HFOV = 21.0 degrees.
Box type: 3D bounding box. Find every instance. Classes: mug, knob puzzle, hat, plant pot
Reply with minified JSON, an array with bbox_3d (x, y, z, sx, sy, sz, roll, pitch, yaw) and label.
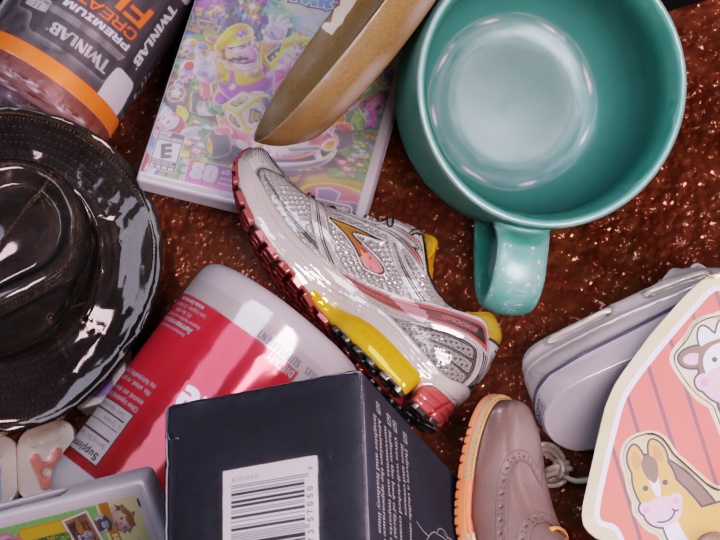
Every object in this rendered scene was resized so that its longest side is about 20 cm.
[{"bbox_3d":[0.085,-0.087,1.091,0.152,0.114,0.185,42,85,-7],"label":"mug"},{"bbox_3d":[0.202,0.094,0.955,0.217,0.030,0.222,-3,74,11],"label":"knob puzzle"},{"bbox_3d":[-0.210,-0.004,1.146,0.198,0.081,0.203,1,84,-9],"label":"hat"},{"bbox_3d":[0.009,-0.146,1.113,0.027,0.200,0.201,38,80,-10],"label":"plant pot"}]

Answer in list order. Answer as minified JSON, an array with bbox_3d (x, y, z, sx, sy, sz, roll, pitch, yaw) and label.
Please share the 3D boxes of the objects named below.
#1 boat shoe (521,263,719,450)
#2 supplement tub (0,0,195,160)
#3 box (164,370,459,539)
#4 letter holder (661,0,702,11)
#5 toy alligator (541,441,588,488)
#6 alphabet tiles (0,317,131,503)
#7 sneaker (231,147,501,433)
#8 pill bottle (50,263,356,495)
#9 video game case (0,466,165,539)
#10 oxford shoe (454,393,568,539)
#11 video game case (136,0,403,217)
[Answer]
[{"bbox_3d":[0.181,0.029,1.043,0.199,0.072,0.066,-27,39,4],"label":"boat shoe"},{"bbox_3d":[-0.181,-0.150,1.251,0.106,0.107,0.201,24,76,29],"label":"supplement tub"},{"bbox_3d":[-0.011,0.161,0.972,0.106,0.200,0.150,-11,61,17],"label":"box"},{"bbox_3d":[0.194,-0.246,1.154,0.198,0.101,0.143,-15,59,14],"label":"letter holder"},{"bbox_3d":[0.166,0.117,1.009,0.198,0.054,0.060,16,71,27],"label":"toy alligator"},{"bbox_3d":[-0.237,0.061,1.221,0.198,0.015,0.197,-15,61,13],"label":"alphabet tiles"},{"bbox_3d":[0.000,0.000,1.122,0.082,0.078,0.200,-41,74,-11],"label":"sneaker"},{"bbox_3d":[-0.100,0.106,1.086,0.112,0.112,0.201,31,79,31],"label":"pill bottle"},{"bbox_3d":[-0.160,0.215,1.031,0.180,0.202,0.022,-15,16,14],"label":"video game case"},{"bbox_3d":[0.098,0.157,1.001,0.072,0.071,0.202,-18,68,31],"label":"oxford shoe"},{"bbox_3d":[-0.043,-0.126,1.210,0.142,0.018,0.202,13,69,7],"label":"video game case"}]
